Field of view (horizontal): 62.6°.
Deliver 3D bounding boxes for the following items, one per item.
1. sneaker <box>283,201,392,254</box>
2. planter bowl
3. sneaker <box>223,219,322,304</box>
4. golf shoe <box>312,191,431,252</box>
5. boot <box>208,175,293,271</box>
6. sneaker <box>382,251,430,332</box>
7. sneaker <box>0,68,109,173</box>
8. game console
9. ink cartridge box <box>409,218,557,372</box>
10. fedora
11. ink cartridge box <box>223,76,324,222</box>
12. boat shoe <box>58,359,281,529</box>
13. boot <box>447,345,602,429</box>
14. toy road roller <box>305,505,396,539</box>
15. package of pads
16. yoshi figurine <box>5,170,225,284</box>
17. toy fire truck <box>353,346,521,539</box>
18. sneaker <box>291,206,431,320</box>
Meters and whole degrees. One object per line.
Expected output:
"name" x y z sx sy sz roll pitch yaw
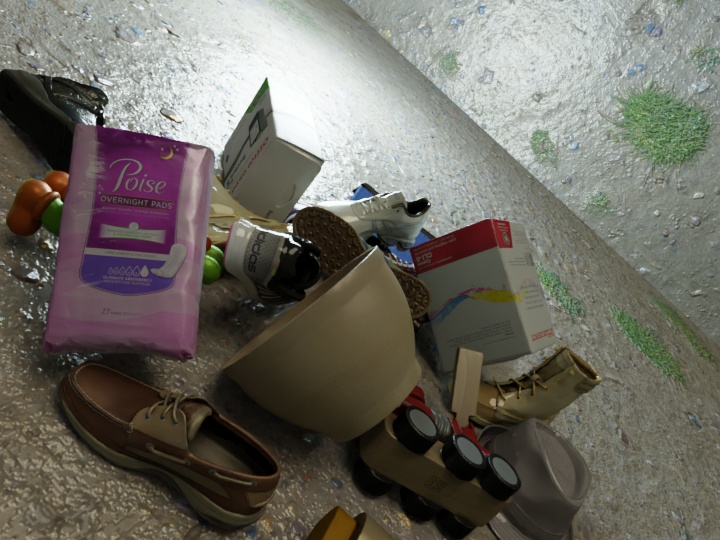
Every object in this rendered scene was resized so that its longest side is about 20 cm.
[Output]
"sneaker" -0.035 -0.059 0.939 0.200 0.076 0.088 25 25 -29
"planter bowl" -0.021 0.088 0.613 0.135 0.200 0.200 51 26 -4
"sneaker" -0.082 0.003 0.671 0.087 0.074 0.200 17 -12 13
"golf shoe" 0.017 -0.087 0.860 0.200 0.097 0.078 1 51 -40
"boot" -0.166 -0.075 0.772 0.200 0.073 0.156 -8 55 -51
"sneaker" 0.050 0.040 0.901 0.200 0.076 0.116 8 53 -36
"sneaker" -0.329 -0.166 0.707 0.199 0.076 0.114 43 33 16
"game console" 0.047 -0.060 1.103 0.200 0.118 0.171 37 58 -8
"ink cartridge box" 0.190 0.040 0.907 0.145 0.144 0.201 0 72 -57
"fedora" 0.236 0.270 0.771 0.177 0.090 0.200 38 27 -6
"ink cartridge box" -0.137 -0.177 0.895 0.084 0.146 0.200 24 31 -30
"boat shoe" -0.151 0.131 0.493 0.200 0.072 0.076 34 27 -7
"boot" 0.240 0.166 0.860 0.200 0.156 0.073 26 31 -26
"toy road roller" 0.013 0.258 0.436 0.123 0.146 0.200 42 27 1
"package of pads" -0.199 -0.021 0.525 0.120 0.076 0.201 6 77 -16
"yoshi figurine" -0.242 -0.018 0.606 0.200 0.112 0.113 24 68 -6
"toy fire truck" 0.091 0.175 0.702 0.176 0.129 0.200 32 20 -15
"sneaker" 0.000 0.000 0.751 0.200 0.067 0.090 36 -8 11
